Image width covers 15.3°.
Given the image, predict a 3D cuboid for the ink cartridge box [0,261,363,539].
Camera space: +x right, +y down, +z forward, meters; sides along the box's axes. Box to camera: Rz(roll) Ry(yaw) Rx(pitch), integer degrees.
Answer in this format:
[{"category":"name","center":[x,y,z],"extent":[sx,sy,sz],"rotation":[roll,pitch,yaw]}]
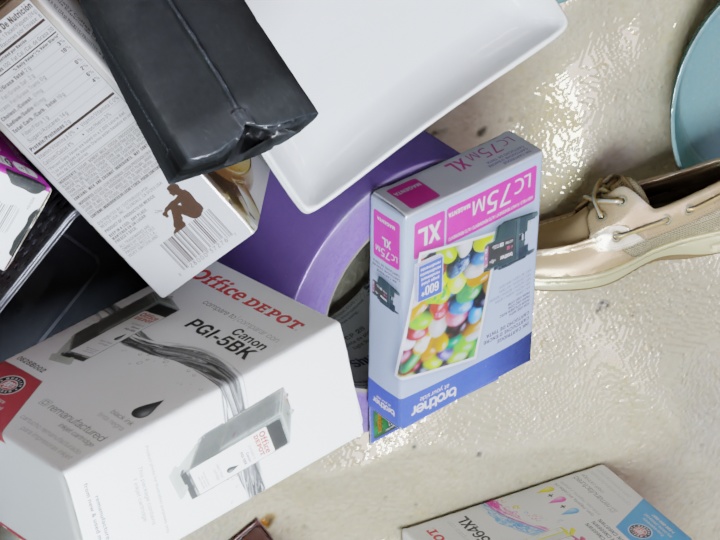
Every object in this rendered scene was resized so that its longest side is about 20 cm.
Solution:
[{"category":"ink cartridge box","center":[-0.121,0.083,1.577],"extent":[0.200,0.147,0.083],"rotation":[-29,123,-29]}]

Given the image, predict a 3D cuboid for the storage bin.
[{"category":"storage bin","center":[-0.200,0.042,1.681],"extent":[0.135,0.094,0.200],"rotation":[37,93,-37]}]

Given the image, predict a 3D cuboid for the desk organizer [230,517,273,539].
[{"category":"desk organizer","center":[-0.116,0.273,1.851],"extent":[0.200,0.077,0.072],"rotation":[-39,126,-7]}]

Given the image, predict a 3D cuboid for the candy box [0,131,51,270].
[{"category":"candy box","center":[-0.291,-0.084,1.538],"extent":[0.200,0.136,0.061],"rotation":[23,104,-36]}]

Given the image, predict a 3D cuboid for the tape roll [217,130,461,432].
[{"category":"tape roll","center":[0.000,0.000,1.747],"extent":[0.200,0.085,0.200],"rotation":[-28,136,-31]}]

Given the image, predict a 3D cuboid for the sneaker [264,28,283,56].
[{"category":"sneaker","center":[-0.058,-0.172,1.648],"extent":[0.111,0.077,0.200],"rotation":[-37,138,-44]}]

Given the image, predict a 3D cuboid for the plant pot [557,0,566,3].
[{"category":"plant pot","center":[0.106,-0.246,1.687],"extent":[0.200,0.134,0.201],"rotation":[-13,119,-24]}]

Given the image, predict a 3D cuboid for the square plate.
[{"category":"square plate","center":[-0.010,-0.170,1.608],"extent":[0.200,0.028,0.198],"rotation":[-36,96,-4]}]

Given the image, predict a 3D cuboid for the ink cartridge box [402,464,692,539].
[{"category":"ink cartridge box","center":[0.124,0.247,1.942],"extent":[0.199,0.129,0.126],"rotation":[-16,120,-23]}]

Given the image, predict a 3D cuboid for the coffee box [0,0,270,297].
[{"category":"coffee box","center":[-0.148,-0.098,1.584],"extent":[0.080,0.113,0.200],"rotation":[-35,110,21]}]

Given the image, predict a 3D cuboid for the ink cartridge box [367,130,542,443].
[{"category":"ink cartridge box","center":[0.060,0.019,1.727],"extent":[0.119,0.042,0.200],"rotation":[-26,135,-32]}]

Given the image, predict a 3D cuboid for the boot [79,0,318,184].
[{"category":"boot","center":[-0.080,-0.165,1.523],"extent":[0.165,0.200,0.066],"rotation":[-27,163,-13]}]

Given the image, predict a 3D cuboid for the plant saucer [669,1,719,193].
[{"category":"plant saucer","center":[0.296,-0.133,1.911],"extent":[0.199,0.036,0.201],"rotation":[-12,119,-23]}]

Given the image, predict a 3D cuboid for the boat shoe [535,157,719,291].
[{"category":"boat shoe","center":[0.180,-0.037,1.861],"extent":[0.199,0.071,0.065],"rotation":[-14,118,-10]}]

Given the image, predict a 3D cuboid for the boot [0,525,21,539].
[{"category":"boot","center":[-0.252,0.166,1.598],"extent":[0.097,0.075,0.200],"rotation":[-41,159,19]}]
